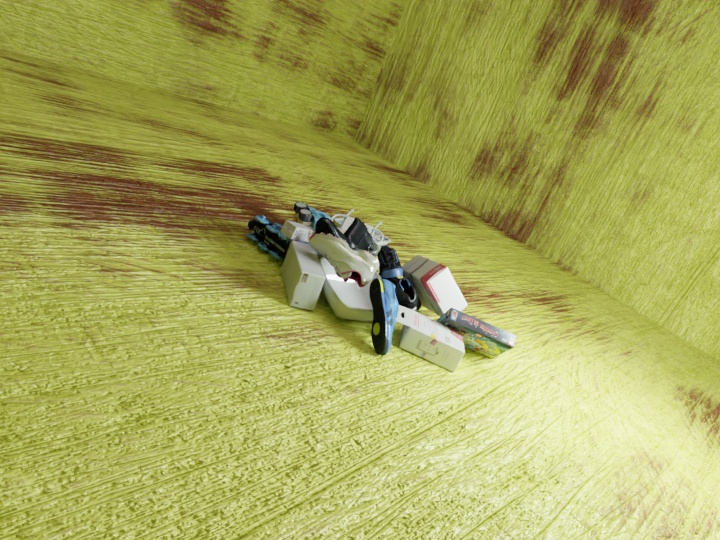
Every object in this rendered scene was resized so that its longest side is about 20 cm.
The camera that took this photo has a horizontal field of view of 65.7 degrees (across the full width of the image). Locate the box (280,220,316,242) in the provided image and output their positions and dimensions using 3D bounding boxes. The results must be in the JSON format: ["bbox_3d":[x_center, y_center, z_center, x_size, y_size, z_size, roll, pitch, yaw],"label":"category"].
[{"bbox_3d":[-0.171,-0.109,1.597,0.041,0.039,0.200,32,7,11],"label":"box"}]

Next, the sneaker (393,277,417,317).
[{"bbox_3d":[0.102,0.052,1.614,0.072,0.114,0.200,-19,43,-29],"label":"sneaker"}]

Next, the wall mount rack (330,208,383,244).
[{"bbox_3d":[-0.005,-0.150,1.973,0.197,0.075,0.175,24,60,6],"label":"wall mount rack"}]

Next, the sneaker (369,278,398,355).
[{"bbox_3d":[0.070,0.115,1.393,0.077,0.066,0.204,16,57,-31],"label":"sneaker"}]

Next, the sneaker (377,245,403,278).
[{"bbox_3d":[0.083,-0.027,1.671,0.069,0.080,0.200,-8,10,-6],"label":"sneaker"}]

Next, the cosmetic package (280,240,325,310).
[{"bbox_3d":[-0.153,0.009,1.467,0.073,0.103,0.201,13,23,-22],"label":"cosmetic package"}]

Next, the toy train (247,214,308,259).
[{"bbox_3d":[-0.247,-0.092,1.646,0.199,0.088,0.114,35,14,29],"label":"toy train"}]

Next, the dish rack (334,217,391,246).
[{"bbox_3d":[0.002,-0.136,2.099,0.199,0.044,0.171,34,23,25],"label":"dish rack"}]

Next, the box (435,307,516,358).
[{"bbox_3d":[0.313,0.177,1.553,0.197,0.137,0.038,23,64,-4],"label":"box"}]

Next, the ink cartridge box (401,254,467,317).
[{"bbox_3d":[0.214,0.048,1.661,0.147,0.084,0.200,59,-12,-20],"label":"ink cartridge box"}]

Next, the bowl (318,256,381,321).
[{"bbox_3d":[-0.022,0.059,1.495,0.197,0.075,0.201,8,37,-39],"label":"bowl"}]

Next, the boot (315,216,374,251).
[{"bbox_3d":[-0.043,-0.106,1.701,0.073,0.200,0.163,-8,28,42],"label":"boot"}]

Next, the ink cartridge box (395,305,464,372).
[{"bbox_3d":[0.170,0.176,1.472,0.197,0.068,0.117,26,19,-2],"label":"ink cartridge box"}]

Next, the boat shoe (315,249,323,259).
[{"bbox_3d":[-0.078,-0.033,1.585,0.069,0.072,0.201,21,-25,12],"label":"boat shoe"}]

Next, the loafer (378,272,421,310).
[{"bbox_3d":[0.129,0.060,1.718,0.062,0.073,0.200,11,20,-43],"label":"loafer"}]

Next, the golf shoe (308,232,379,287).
[{"bbox_3d":[-0.051,-0.028,1.445,0.197,0.093,0.076,24,-23,3],"label":"golf shoe"}]

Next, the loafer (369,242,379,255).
[{"bbox_3d":[-0.034,-0.071,1.879,0.197,0.070,0.076,18,46,15],"label":"loafer"}]

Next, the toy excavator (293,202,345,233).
[{"bbox_3d":[-0.117,-0.139,1.835,0.196,0.102,0.195,3,27,-23],"label":"toy excavator"}]
